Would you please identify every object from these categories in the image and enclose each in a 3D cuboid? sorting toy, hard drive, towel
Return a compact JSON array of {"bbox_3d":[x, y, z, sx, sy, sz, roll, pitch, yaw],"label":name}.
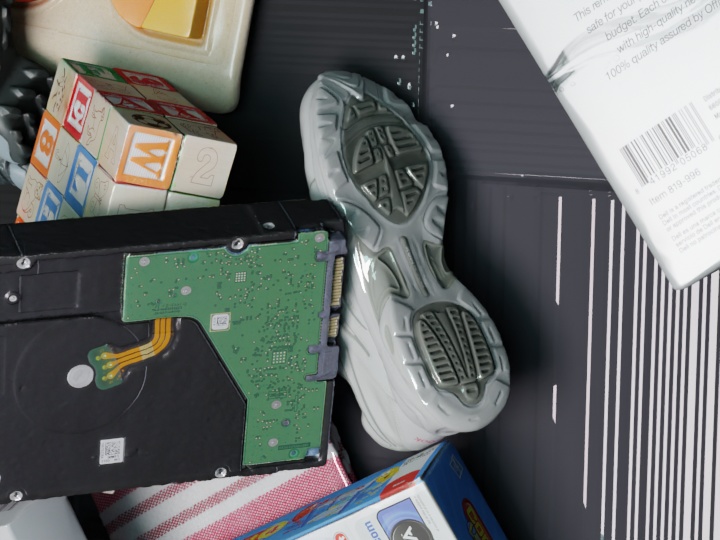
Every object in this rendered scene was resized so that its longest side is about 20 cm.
[{"bbox_3d":[-0.134,-0.194,1.498,0.184,0.036,0.201,13,102,20],"label":"sorting toy"},{"bbox_3d":[-0.109,0.039,1.388,0.199,0.038,0.140,-6,122,-17],"label":"hard drive"},{"bbox_3d":[-0.072,0.109,1.520,0.146,0.030,0.201,-29,83,24],"label":"towel"}]

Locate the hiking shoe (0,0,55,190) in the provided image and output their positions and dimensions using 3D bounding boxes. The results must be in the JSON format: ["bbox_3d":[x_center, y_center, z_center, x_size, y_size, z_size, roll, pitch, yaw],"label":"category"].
[{"bbox_3d":[-0.220,-0.122,1.489,0.086,0.074,0.201,-1,124,29],"label":"hiking shoe"}]

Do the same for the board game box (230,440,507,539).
[{"bbox_3d":[0.005,0.214,1.462,0.195,0.056,0.201,-25,100,24],"label":"board game box"}]

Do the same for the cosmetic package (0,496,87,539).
[{"bbox_3d":[-0.205,0.196,1.489,0.199,0.052,0.151,-14,109,38],"label":"cosmetic package"}]

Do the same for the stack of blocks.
[{"bbox_3d":[-0.134,0.008,1.456,0.115,0.058,0.201,42,118,58],"label":"stack of blocks"}]

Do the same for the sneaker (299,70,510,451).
[{"bbox_3d":[0.000,0.000,1.445,0.099,0.078,0.201,-37,63,49],"label":"sneaker"}]

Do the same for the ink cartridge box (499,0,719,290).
[{"bbox_3d":[0.164,-0.115,1.360,0.146,0.083,0.201,-32,85,23],"label":"ink cartridge box"}]
